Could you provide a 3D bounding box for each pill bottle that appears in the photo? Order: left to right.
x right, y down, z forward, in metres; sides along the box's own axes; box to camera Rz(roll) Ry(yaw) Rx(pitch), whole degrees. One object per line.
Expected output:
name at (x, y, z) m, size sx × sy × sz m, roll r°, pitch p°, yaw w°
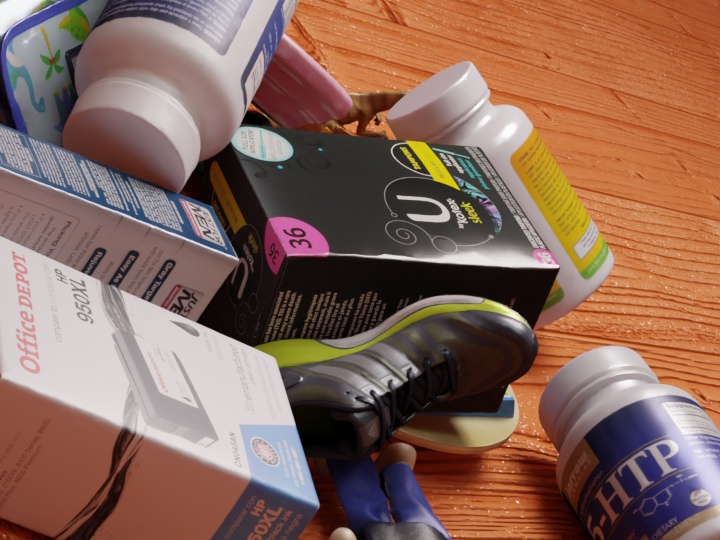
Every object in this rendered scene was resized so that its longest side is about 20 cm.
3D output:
pill bottle at (-0.115, -0.140, 1.393) m, size 0.111 × 0.111 × 0.201 m, roll 32°, pitch 49°, yaw -12°
pill bottle at (0.106, -0.060, 1.731) m, size 0.201 × 0.111 × 0.111 m, roll 56°, pitch 17°, yaw -14°
pill bottle at (0.206, 0.151, 1.531) m, size 0.119 × 0.120 × 0.200 m, roll 19°, pitch 27°, yaw -39°

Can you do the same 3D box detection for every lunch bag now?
lunch bag at (-0.229, -0.139, 1.429) m, size 0.200 × 0.127 × 0.170 m, roll 48°, pitch 36°, yaw 3°

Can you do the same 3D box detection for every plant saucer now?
plant saucer at (-0.095, -0.169, 1.605) m, size 0.200 × 0.051 × 0.201 m, roll 39°, pitch 0°, yaw 0°

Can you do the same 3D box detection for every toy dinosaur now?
toy dinosaur at (-0.040, -0.125, 1.774) m, size 0.198 × 0.106 × 0.061 m, roll -10°, pitch 71°, yaw -11°

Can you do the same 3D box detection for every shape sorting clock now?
shape sorting clock at (0.021, 0.063, 1.531) m, size 0.199 × 0.039 × 0.200 m, roll 20°, pitch 27°, yaw -11°

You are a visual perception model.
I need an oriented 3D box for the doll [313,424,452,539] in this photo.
doll at (0.033, 0.175, 1.308) m, size 0.136 × 0.049 × 0.200 m, roll 24°, pitch 24°, yaw -28°

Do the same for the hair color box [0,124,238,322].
hair color box at (-0.183, -0.015, 1.290) m, size 0.199 × 0.100 × 0.061 m, roll 22°, pitch 24°, yaw -35°

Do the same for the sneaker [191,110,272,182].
sneaker at (-0.093, -0.064, 1.593) m, size 0.087 × 0.075 × 0.200 m, roll 13°, pitch 19°, yaw -27°

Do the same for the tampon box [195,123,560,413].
tampon box at (0.000, 0.000, 1.442) m, size 0.199 × 0.127 × 0.150 m, roll 3°, pitch 35°, yaw -27°

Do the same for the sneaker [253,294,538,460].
sneaker at (0.014, 0.076, 1.331) m, size 0.081 × 0.198 × 0.074 m, roll -103°, pitch 176°, yaw -55°

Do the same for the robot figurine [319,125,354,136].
robot figurine at (0.025, -0.035, 1.672) m, size 0.200 × 0.058 × 0.145 m, roll 45°, pitch -1°, yaw 14°

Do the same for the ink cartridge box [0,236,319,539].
ink cartridge box at (-0.135, 0.081, 1.189) m, size 0.199 × 0.084 × 0.145 m, roll 25°, pitch 24°, yaw -27°
